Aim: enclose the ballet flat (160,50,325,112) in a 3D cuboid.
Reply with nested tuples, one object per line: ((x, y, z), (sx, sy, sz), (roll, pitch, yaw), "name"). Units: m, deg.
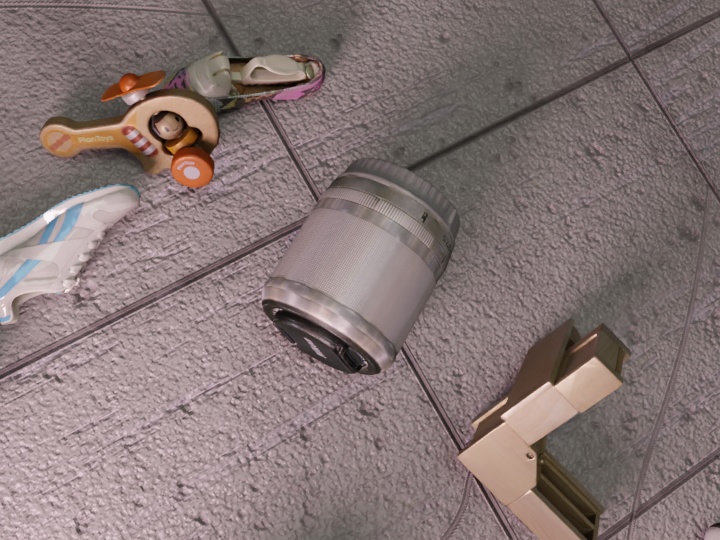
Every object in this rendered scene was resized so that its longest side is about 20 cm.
((-0.137, -0.229, 0.900), (0.200, 0.071, 0.069), (-10, 80, -14), "ballet flat")

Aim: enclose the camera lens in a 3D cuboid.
((0.000, 0.000, 0.829), (0.160, 0.160, 0.200), (32, 72, -4), "camera lens")

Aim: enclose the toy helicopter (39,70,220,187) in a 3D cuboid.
((-0.256, -0.160, 0.837), (0.200, 0.132, 0.079), (-4, 48, 4), "toy helicopter")

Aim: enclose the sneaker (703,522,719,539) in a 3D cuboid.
((0.400, 0.399, 0.873), (0.108, 0.067, 0.202), (-3, 80, -16), "sneaker")

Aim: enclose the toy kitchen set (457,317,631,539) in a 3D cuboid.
((0.252, 0.173, 0.853), (0.180, 0.200, 0.163), (45, 31, 0), "toy kitchen set")

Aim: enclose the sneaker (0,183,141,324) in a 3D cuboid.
((-0.317, -0.023, 0.816), (0.200, 0.077, 0.081), (-35, 95, -12), "sneaker")
